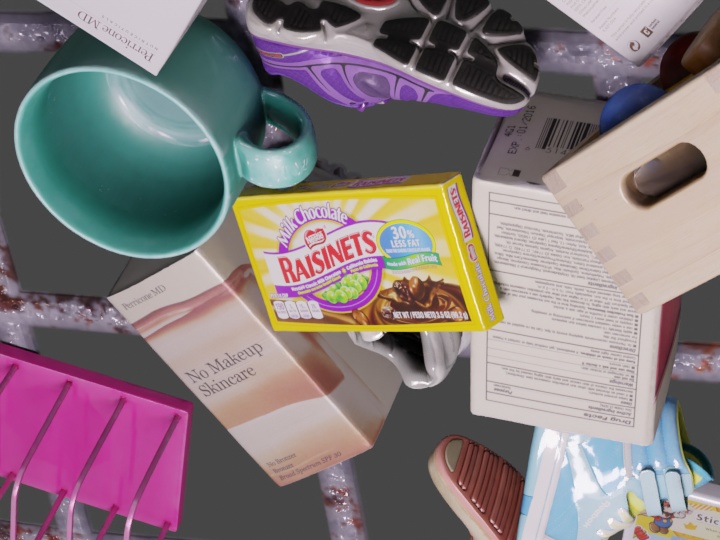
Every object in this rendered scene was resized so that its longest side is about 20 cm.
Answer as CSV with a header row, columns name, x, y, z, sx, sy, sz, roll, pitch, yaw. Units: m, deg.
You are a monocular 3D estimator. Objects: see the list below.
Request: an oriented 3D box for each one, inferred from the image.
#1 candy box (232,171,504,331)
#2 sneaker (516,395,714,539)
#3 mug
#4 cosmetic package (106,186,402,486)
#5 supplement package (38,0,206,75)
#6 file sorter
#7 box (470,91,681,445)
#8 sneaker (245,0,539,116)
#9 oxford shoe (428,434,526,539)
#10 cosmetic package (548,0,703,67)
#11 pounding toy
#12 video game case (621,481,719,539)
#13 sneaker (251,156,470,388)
name,x,y,z,sx,sy,sz,roll,pitch,yaw
candy box,0.001,-0.010,1.381,0.199,0.026,0.103,-2,110,45
sneaker,0.180,0.173,1.493,0.130,0.080,0.201,10,103,8
mug,-0.126,-0.094,1.407,0.184,0.115,0.152,31,132,-5
cosmetic package,-0.073,0.048,1.519,0.103,0.087,0.200,-27,114,37
supplement package,-0.160,-0.246,1.272,0.199,0.156,0.111,31,132,-6
file sorter,-0.250,0.164,1.654,0.199,0.126,0.140,16,131,8
box,0.145,-0.002,1.381,0.127,0.109,0.201,10,130,14
sneaker,0.023,-0.138,1.357,0.199,0.081,0.084,18,146,20
oxford shoe,0.104,0.207,1.591,0.074,0.071,0.200,-23,116,37
cosmetic package,0.114,-0.224,1.218,0.199,0.108,0.085,35,131,-10
pounding toy,0.226,-0.109,1.191,0.143,0.184,0.200,53,139,-3
video game case,0.291,0.239,1.576,0.199,0.023,0.183,14,131,12
sneaker,0.000,0.000,1.459,0.200,0.081,0.075,43,131,-13
